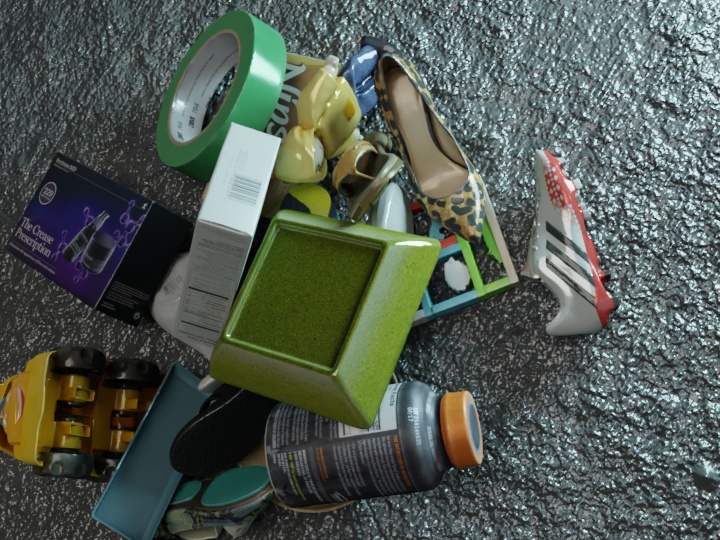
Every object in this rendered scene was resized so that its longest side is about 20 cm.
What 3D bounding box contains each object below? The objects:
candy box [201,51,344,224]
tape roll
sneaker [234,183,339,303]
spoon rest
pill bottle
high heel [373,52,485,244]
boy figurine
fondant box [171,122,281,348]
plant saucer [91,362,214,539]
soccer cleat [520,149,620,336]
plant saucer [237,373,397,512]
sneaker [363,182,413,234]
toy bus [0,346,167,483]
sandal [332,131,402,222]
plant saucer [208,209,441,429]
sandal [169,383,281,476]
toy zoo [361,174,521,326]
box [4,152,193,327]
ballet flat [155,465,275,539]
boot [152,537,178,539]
[{"bbox_3d":[-0.097,-0.156,1.052,0.115,0.055,0.201,17,82,22],"label":"candy box"},{"bbox_3d":[-0.167,-0.205,1.042,0.200,0.048,0.201,-27,52,40],"label":"tape roll"},{"bbox_3d":[-0.075,0.007,0.988,0.074,0.082,0.201,25,84,19],"label":"sneaker"},{"bbox_3d":[-0.191,0.060,1.037,0.099,0.061,0.200,-35,55,7],"label":"spoon rest"},{"bbox_3d":[0.016,0.167,0.865,0.199,0.106,0.107,-11,73,16],"label":"pill bottle"},{"bbox_3d":[0.068,-0.128,0.921,0.071,0.143,0.200,-27,57,9],"label":"high heel"},{"bbox_3d":[-0.027,-0.176,0.978,0.064,0.125,0.200,21,57,27],"label":"boy figurine"},{"bbox_3d":[-0.143,-0.033,0.939,0.058,0.200,0.145,17,49,-8],"label":"fondant box"},{"bbox_3d":[-0.219,0.196,0.956,0.019,0.070,0.200,-31,28,43],"label":"plant saucer"},{"bbox_3d":[0.199,-0.029,0.913,0.085,0.069,0.201,-18,76,9],"label":"soccer cleat"},{"bbox_3d":[-0.046,0.159,0.964,0.199,0.035,0.201,-5,76,18],"label":"plant saucer"},{"bbox_3d":[0.000,0.000,0.946,0.088,0.075,0.201,1,70,30],"label":"sneaker"},{"bbox_3d":[-0.336,0.161,0.983,0.191,0.200,0.136,-3,74,26],"label":"toy bus"},{"bbox_3d":[0.000,-0.110,0.942,0.054,0.200,0.080,31,109,-14],"label":"sandal"},{"bbox_3d":[-0.046,0.030,0.871,0.199,0.048,0.201,13,71,30],"label":"plant saucer"},{"bbox_3d":[-0.122,0.140,0.947,0.200,0.075,0.048,-44,28,-1],"label":"sandal"},{"bbox_3d":[0.061,-0.009,0.979,0.199,0.020,0.132,-21,70,13],"label":"toy zoo"},{"bbox_3d":[-0.317,-0.041,1.068,0.200,0.079,0.141,25,83,35],"label":"box"},{"bbox_3d":[-0.153,0.254,0.948,0.199,0.074,0.075,-14,71,34],"label":"ballet flat"},{"bbox_3d":[-0.159,0.351,0.950,0.199,0.075,0.097,11,115,5],"label":"boot"}]
